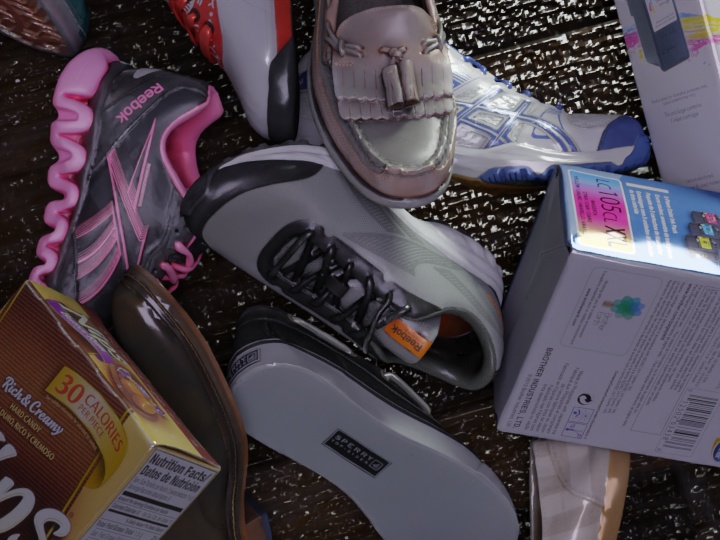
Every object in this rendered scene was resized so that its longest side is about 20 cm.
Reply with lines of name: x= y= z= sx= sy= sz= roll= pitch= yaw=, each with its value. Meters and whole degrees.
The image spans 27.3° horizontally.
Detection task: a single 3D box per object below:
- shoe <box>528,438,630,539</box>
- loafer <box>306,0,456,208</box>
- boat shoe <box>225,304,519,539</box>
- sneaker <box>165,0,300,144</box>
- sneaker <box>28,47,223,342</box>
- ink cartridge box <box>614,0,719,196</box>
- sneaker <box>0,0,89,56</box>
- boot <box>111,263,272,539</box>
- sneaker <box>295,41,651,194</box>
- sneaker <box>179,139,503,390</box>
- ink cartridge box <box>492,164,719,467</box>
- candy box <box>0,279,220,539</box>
shoe: x=0.107 y=0.188 z=0.806 sx=0.053 sy=0.070 sz=0.201 roll=9 pitch=82 yaw=-6
loafer: x=0.008 y=-0.124 z=0.741 sx=0.071 sy=0.063 sz=0.201 roll=-2 pitch=52 yaw=-9
boat shoe: x=0.012 y=0.087 z=0.789 sx=0.071 sy=0.064 sz=0.200 roll=-37 pitch=120 yaw=22
sneaker: x=-0.093 y=-0.153 z=0.766 sx=0.107 sy=0.067 sz=0.203 roll=-7 pitch=74 yaw=-5
sneaker: x=-0.114 y=-0.012 z=0.764 sx=0.095 sy=0.079 sz=0.201 roll=6 pitch=91 yaw=9
ink cartridge box: x=0.201 y=-0.147 z=0.795 sx=0.117 sy=0.067 sz=0.201 roll=-16 pitch=92 yaw=-29
sneaker: x=-0.178 y=-0.186 z=0.724 sx=0.071 sy=0.200 sz=0.080 roll=16 pitch=67 yaw=25
boot: x=-0.109 y=0.099 z=0.733 sx=0.097 sy=0.075 sz=0.201 roll=-30 pitch=124 yaw=-24
sneaker: x=0.060 y=-0.086 z=0.794 sx=0.199 sy=0.075 sz=0.089 roll=-1 pitch=85 yaw=-10
sneaker: x=0.000 y=0.000 z=0.745 sx=0.199 sy=0.080 sz=0.074 roll=25 pitch=126 yaw=-30
ink cartridge box: x=0.180 y=0.032 z=0.774 sx=0.199 sy=0.077 sz=0.137 roll=11 pitch=133 yaw=-6
candy box: x=-0.169 y=0.118 z=0.664 sx=0.200 sy=0.056 sz=0.117 roll=-49 pitch=57 yaw=4
